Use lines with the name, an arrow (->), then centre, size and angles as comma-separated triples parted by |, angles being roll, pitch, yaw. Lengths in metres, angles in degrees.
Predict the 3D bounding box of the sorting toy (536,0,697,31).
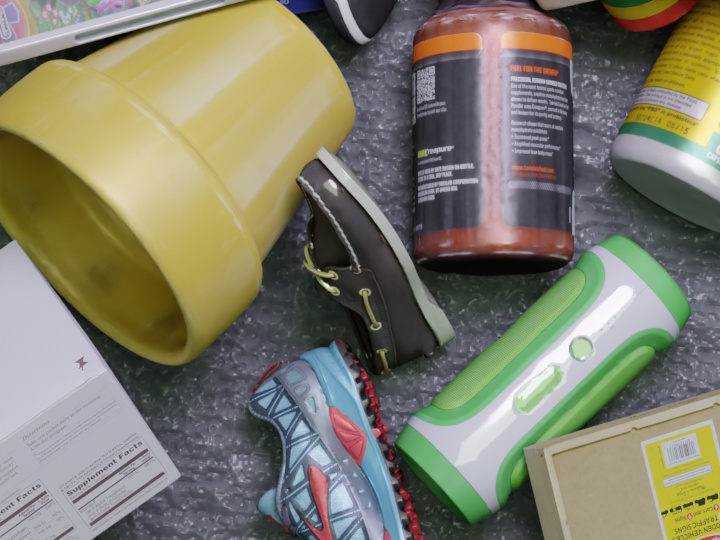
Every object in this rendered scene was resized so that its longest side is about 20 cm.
sorting toy -> 0.228, -0.243, 1.534 | 0.198, 0.070, 0.200 | -8, 47, 32

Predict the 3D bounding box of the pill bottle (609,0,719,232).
pill bottle -> 0.254, -0.133, 1.563 | 0.113, 0.113, 0.200 | 29, 83, 0

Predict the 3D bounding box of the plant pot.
plant pot -> -0.112, -0.075, 1.502 | 0.201, 0.201, 0.189 | 45, 68, 1

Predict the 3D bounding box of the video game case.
video game case -> -0.149, -0.213, 1.488 | 0.200, 0.018, 0.143 | -16, 63, -8

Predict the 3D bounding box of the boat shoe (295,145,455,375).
boat shoe -> 0.000, 0.000, 1.503 | 0.061, 0.201, 0.072 | -34, 50, -2

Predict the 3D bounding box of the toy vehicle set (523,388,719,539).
toy vehicle set -> 0.208, 0.148, 1.535 | 0.200, 0.027, 0.125 | -14, 92, -25

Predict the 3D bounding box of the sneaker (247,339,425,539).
sneaker -> -0.016, 0.152, 1.547 | 0.095, 0.079, 0.200 | -19, 79, 7

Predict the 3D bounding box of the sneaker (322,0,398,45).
sneaker -> 0.038, -0.238, 1.556 | 0.083, 0.072, 0.200 | 11, 73, 30

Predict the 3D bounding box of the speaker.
speaker -> 0.118, 0.070, 1.547 | 0.200, 0.088, 0.088 | -43, 88, -7

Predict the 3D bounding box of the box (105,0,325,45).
box -> -0.111, -0.215, 1.562 | 0.199, 0.032, 0.121 | -11, 116, -4

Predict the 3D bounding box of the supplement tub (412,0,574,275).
supplement tub -> 0.086, -0.101, 1.551 | 0.107, 0.107, 0.201 | 1, 84, -4

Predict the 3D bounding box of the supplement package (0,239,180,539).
supplement package -> -0.242, 0.109, 1.472 | 0.200, 0.111, 0.156 | -35, 43, -7
